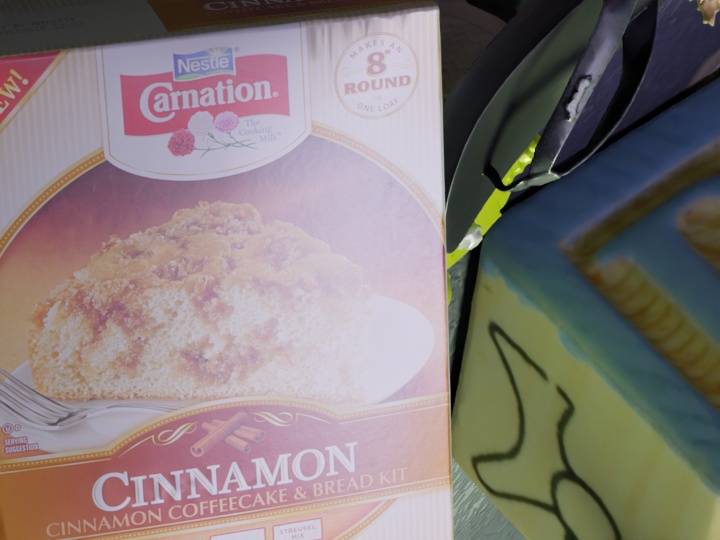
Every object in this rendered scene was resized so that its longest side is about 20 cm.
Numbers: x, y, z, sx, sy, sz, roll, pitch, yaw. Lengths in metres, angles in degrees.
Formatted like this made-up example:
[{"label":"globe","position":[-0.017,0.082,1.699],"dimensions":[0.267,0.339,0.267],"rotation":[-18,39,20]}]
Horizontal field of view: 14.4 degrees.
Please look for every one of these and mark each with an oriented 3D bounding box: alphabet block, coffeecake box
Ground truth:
[{"label":"alphabet block","position":[0.178,0.053,1.429],"dimensions":[0.196,0.195,0.200],"rotation":[-30,153,-23]},{"label":"coffeecake box","position":[-0.053,0.008,0.918],"dimensions":[0.153,0.073,0.201],"rotation":[-8,112,-13]}]

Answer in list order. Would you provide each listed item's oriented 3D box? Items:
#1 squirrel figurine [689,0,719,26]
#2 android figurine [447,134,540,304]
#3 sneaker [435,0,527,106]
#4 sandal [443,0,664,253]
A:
[{"label":"squirrel figurine","position":[0.200,-0.196,1.177],"dimensions":[0.200,0.142,0.187],"rotation":[-32,167,7]},{"label":"android figurine","position":[0.000,0.000,1.233],"dimensions":[0.200,0.041,0.182],"rotation":[-41,164,-3]},{"label":"sneaker","position":[0.076,-0.133,1.126],"dimensions":[0.200,0.075,0.114],"rotation":[-58,164,14]},{"label":"sandal","position":[0.089,-0.086,1.048],"dimensions":[0.200,0.043,0.076],"rotation":[-51,163,0]}]
